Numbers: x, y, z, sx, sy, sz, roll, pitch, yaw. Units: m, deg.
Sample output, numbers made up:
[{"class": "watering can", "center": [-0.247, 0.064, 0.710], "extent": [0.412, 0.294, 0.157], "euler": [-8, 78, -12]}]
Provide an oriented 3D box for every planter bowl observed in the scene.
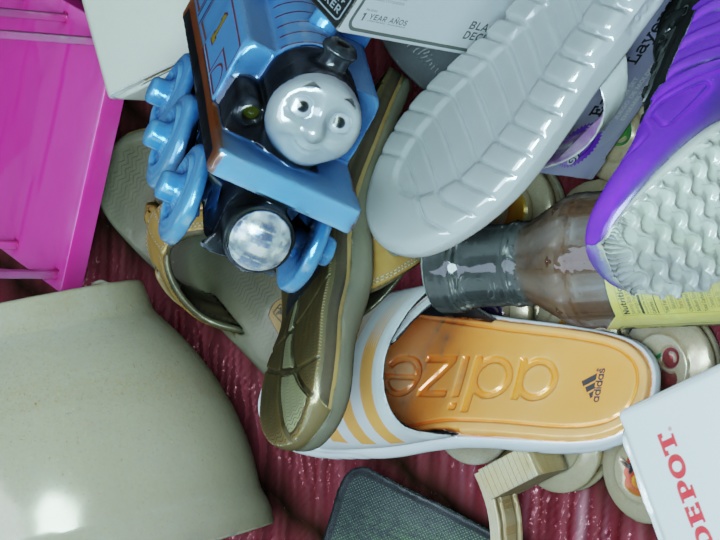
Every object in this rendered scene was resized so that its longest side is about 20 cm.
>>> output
[{"class": "planter bowl", "center": [-0.154, 0.079, 1.474], "extent": [0.200, 0.200, 0.135], "euler": [-13, 88, 39]}]

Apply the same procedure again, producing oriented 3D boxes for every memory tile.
[{"class": "memory tile", "center": [0.106, 0.007, 1.380], "extent": [0.153, 0.017, 0.200], "euler": [19, 104, 38]}]

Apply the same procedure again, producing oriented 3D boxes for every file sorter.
[{"class": "file sorter", "center": [-0.229, -0.089, 1.553], "extent": [0.200, 0.125, 0.139], "euler": [32, 113, 51]}]

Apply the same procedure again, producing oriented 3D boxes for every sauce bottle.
[{"class": "sauce bottle", "center": [0.125, -0.007, 1.307], "extent": [0.200, 0.065, 0.065], "euler": [-2, 91, 27]}]

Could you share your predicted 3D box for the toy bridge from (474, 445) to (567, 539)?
[{"class": "toy bridge", "center": [0.099, 0.181, 1.374], "extent": [0.067, 0.027, 0.200], "euler": [-30, 79, 35]}]

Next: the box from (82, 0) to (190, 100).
[{"class": "box", "center": [-0.096, -0.188, 1.485], "extent": [0.078, 0.095, 0.200], "euler": [-23, 80, 32]}]

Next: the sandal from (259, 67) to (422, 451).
[{"class": "sandal", "center": [0.000, 0.000, 1.349], "extent": [0.080, 0.054, 0.200], "euler": [-49, 25, 50]}]

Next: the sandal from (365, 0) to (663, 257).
[{"class": "sandal", "center": [0.084, -0.078, 1.289], "extent": [0.203, 0.050, 0.082], "euler": [-49, 41, 12]}]

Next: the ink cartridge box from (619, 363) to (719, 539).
[{"class": "ink cartridge box", "center": [0.226, 0.088, 1.240], "extent": [0.200, 0.084, 0.145], "euler": [-29, 74, 36]}]

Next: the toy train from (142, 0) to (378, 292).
[{"class": "toy train", "center": [-0.041, -0.074, 1.320], "extent": [0.114, 0.087, 0.200], "euler": [-62, 17, 20]}]

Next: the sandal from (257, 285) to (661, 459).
[{"class": "sandal", "center": [0.036, 0.041, 1.370], "extent": [0.207, 0.059, 0.079], "euler": [-2, 63, 31]}]

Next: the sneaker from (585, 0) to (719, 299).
[{"class": "sneaker", "center": [0.152, -0.072, 1.262], "extent": [0.200, 0.070, 0.100], "euler": [-46, 39, -15]}]

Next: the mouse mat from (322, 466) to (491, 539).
[{"class": "mouse mat", "center": [0.050, 0.202, 1.430], "extent": [0.200, 0.008, 0.161], "euler": [25, 108, 28]}]

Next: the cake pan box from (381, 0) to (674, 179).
[{"class": "cake pan box", "center": [0.085, -0.167, 1.357], "extent": [0.184, 0.052, 0.200], "euler": [49, 117, 31]}]

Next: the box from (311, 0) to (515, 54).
[{"class": "box", "center": [0.062, -0.190, 1.272], "extent": [0.060, 0.117, 0.200], "euler": [50, 119, 31]}]

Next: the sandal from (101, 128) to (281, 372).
[{"class": "sandal", "center": [-0.068, -0.002, 1.490], "extent": [0.200, 0.054, 0.080], "euler": [48, 120, 27]}]
